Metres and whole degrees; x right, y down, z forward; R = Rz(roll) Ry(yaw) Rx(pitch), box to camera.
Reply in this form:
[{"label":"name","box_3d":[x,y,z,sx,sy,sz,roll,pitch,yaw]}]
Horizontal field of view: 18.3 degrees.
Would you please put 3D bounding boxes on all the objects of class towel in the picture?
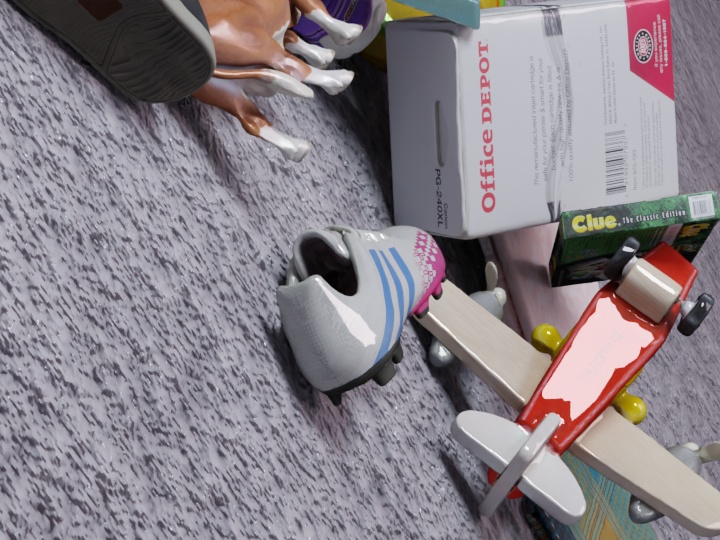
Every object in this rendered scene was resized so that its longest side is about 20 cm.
[{"label":"towel","box_3d":[0.131,-0.010,1.672,0.200,0.032,0.192,-52,127,-63]},{"label":"towel","box_3d":[0.167,0.185,1.608,0.147,0.022,0.200,61,21,-11]}]

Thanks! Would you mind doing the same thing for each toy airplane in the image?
[{"label":"toy airplane","box_3d":[0.136,0.086,1.457,0.141,0.198,0.201,112,-29,-69]}]

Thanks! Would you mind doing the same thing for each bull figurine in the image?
[{"label":"bull figurine","box_3d":[-0.062,-0.149,1.299,0.121,0.065,0.200,33,35,-14]}]

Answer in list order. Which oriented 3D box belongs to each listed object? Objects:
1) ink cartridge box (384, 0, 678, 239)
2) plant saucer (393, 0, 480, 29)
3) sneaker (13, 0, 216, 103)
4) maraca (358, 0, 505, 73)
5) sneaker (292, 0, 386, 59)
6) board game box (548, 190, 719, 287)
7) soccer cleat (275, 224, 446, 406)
[{"label":"ink cartridge box","box_3d":[0.117,-0.108,1.520,0.199,0.083,0.146,-11,103,-36]},{"label":"plant saucer","box_3d":[-0.014,-0.208,1.413,0.199,0.019,0.070,17,38,-14]},{"label":"sneaker","box_3d":[-0.144,-0.178,1.138,0.200,0.075,0.107,56,14,-53]},{"label":"maraca","box_3d":[0.049,-0.198,1.595,0.137,0.107,0.200,53,29,4]},{"label":"sneaker","box_3d":[-0.036,-0.241,1.486,0.083,0.080,0.201,19,49,-57]},{"label":"board game box","box_3d":[0.186,-0.020,1.541,0.200,0.104,0.024,80,5,-80]},{"label":"soccer cleat","box_3d":[0.000,0.000,1.297,0.087,0.070,0.200,61,19,-15]}]
